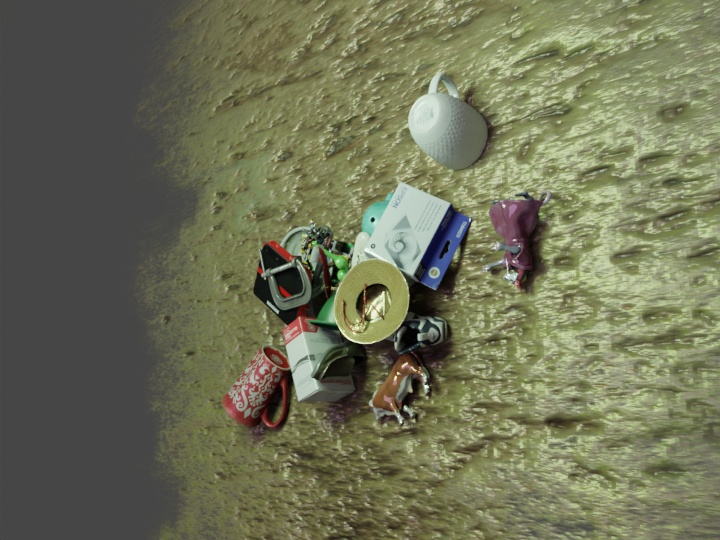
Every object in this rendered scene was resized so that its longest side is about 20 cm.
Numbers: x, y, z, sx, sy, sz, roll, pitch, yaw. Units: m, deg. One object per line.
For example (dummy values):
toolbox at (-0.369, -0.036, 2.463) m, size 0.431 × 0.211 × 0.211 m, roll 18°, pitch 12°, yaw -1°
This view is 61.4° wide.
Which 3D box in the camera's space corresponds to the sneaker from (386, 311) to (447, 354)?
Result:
sneaker at (0.094, 0.146, 1.432) m, size 0.196 × 0.128 × 0.082 m, roll 9°, pitch 100°, yaw 39°

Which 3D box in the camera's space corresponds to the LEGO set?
LEGO set at (-0.089, -0.026, 1.603) m, size 0.197 × 0.116 × 0.157 m, roll 28°, pitch 97°, yaw 11°

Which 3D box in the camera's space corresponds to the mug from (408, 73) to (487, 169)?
mug at (0.198, -0.361, 1.428) m, size 0.145 × 0.173 × 0.206 m, roll -4°, pitch 78°, yaw 40°

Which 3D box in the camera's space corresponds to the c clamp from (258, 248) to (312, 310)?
c clamp at (-0.200, 0.017, 1.590) m, size 0.197 × 0.027 × 0.176 m, roll -9°, pitch 93°, yaw 46°

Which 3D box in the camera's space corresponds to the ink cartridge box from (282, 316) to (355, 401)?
ink cartridge box at (-0.110, 0.236, 1.590) m, size 0.083 × 0.142 × 0.204 m, roll -36°, pitch 59°, yaw 33°

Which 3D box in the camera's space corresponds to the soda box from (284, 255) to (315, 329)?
soda box at (-0.185, 0.065, 1.688) m, size 0.069 × 0.063 × 0.206 m, roll -17°, pitch 83°, yaw 29°

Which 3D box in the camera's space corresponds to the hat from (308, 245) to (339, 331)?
hat at (-0.041, 0.057, 1.535) m, size 0.161 × 0.200 × 0.181 m, roll 8°, pitch 81°, yaw 0°

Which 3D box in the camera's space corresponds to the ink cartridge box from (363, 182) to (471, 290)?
ink cartridge box at (0.135, -0.085, 1.435) m, size 0.196 × 0.041 × 0.203 m, roll 25°, pitch 78°, yaw 20°

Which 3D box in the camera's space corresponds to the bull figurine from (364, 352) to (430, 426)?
bull figurine at (0.092, 0.293, 1.455) m, size 0.121 × 0.064 × 0.204 m, roll 37°, pitch 108°, yaw 36°

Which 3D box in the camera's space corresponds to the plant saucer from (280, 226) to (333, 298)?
plant saucer at (-0.149, -0.022, 1.730) m, size 0.195 × 0.050 × 0.207 m, roll 1°, pitch 92°, yaw 31°

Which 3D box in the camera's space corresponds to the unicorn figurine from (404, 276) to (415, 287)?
unicorn figurine at (0.073, 0.032, 1.501) m, size 0.197 × 0.074 × 0.139 m, roll -27°, pitch 106°, yaw 20°

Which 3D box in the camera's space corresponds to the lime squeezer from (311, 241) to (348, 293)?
lime squeezer at (-0.061, 0.003, 1.536) m, size 0.069 × 0.203 × 0.038 m, roll -17°, pitch 42°, yaw 1°

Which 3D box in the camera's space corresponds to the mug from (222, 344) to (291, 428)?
mug at (-0.276, 0.339, 1.756) m, size 0.202 × 0.175 × 0.134 m, roll -55°, pitch 15°, yaw 12°

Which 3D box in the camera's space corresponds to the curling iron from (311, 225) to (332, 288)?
curling iron at (-0.104, -0.033, 1.548) m, size 0.049 × 0.025 × 0.203 m, roll 37°, pitch 134°, yaw 27°

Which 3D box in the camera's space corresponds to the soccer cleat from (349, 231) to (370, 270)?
soccer cleat at (0.000, 0.000, 1.537) m, size 0.069 × 0.077 × 0.204 m, roll 33°, pitch 134°, yaw 36°

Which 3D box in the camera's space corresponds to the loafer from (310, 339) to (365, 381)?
loafer at (-0.048, 0.228, 1.516) m, size 0.069 × 0.199 × 0.076 m, roll 41°, pitch 124°, yaw 16°

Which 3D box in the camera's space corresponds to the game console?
game console at (-0.215, 0.036, 1.649) m, size 0.199 × 0.031 × 0.181 m, roll 37°, pitch 124°, yaw 33°

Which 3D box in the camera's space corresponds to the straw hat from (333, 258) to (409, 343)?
straw hat at (0.038, 0.078, 1.439) m, size 0.196 × 0.085 × 0.207 m, roll -5°, pitch 77°, yaw 24°

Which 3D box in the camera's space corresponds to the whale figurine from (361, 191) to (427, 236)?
whale figurine at (0.086, -0.130, 1.524) m, size 0.197 × 0.103 × 0.163 m, roll -24°, pitch 65°, yaw 32°

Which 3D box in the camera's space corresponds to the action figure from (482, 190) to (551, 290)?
action figure at (0.340, -0.058, 1.311) m, size 0.144 × 0.134 × 0.206 m, roll -8°, pitch 86°, yaw -4°
